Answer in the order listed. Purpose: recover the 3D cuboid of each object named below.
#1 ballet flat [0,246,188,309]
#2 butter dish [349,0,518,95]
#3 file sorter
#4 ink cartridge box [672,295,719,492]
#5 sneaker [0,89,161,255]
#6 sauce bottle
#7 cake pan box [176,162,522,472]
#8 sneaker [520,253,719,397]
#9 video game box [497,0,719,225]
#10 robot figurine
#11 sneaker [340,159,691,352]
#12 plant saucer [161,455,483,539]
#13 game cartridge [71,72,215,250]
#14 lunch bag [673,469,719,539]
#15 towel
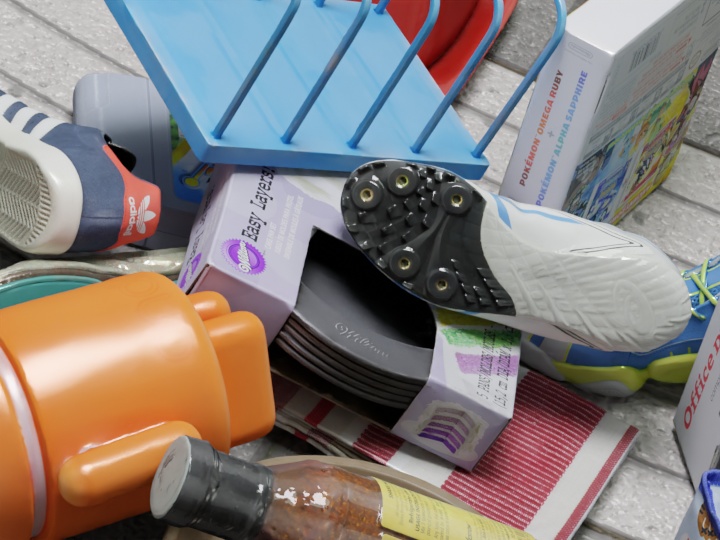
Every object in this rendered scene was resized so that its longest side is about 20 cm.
[{"bbox_3d":[-0.138,0.021,1.389,0.200,0.068,0.062,-4,17,-33],"label":"ballet flat"},{"bbox_3d":[0.007,-0.225,1.679,0.199,0.148,0.200,23,37,8],"label":"butter dish"},{"bbox_3d":[-0.011,-0.144,1.420,0.200,0.123,0.139,2,44,-40],"label":"file sorter"},{"bbox_3d":[0.240,0.097,1.366,0.083,0.145,0.200,4,39,-14],"label":"ink cartridge box"},{"bbox_3d":[-0.176,-0.057,1.433,0.084,0.075,0.200,1,24,-33],"label":"sneaker"},{"bbox_3d":[0.000,0.125,1.212,0.200,0.066,0.066,24,33,-21],"label":"sauce bottle"},{"bbox_3d":[0.000,0.000,1.406,0.184,0.052,0.200,27,35,-9],"label":"cake pan box"},{"bbox_3d":[0.183,0.018,1.476,0.200,0.105,0.076,9,37,-13],"label":"sneaker"},{"bbox_3d":[0.152,-0.098,1.549,0.047,0.182,0.200,29,37,19],"label":"video game box"},{"bbox_3d":[-0.142,0.069,1.260,0.200,0.117,0.144,-16,61,-26],"label":"robot figurine"},{"bbox_3d":[0.079,-0.006,1.392,0.200,0.072,0.072,20,2,-12],"label":"sneaker"},{"bbox_3d":[-0.003,0.168,1.271,0.200,0.029,0.200,11,38,-9],"label":"plant saucer"},{"bbox_3d":[-0.068,-0.054,1.524,0.200,0.040,0.133,7,42,-14],"label":"game cartridge"},{"bbox_3d":[0.235,0.197,1.215,0.200,0.170,0.124,8,41,-15],"label":"lunch bag"},{"bbox_3d":[0.040,0.078,1.412,0.200,0.023,0.144,28,36,11],"label":"towel"}]
